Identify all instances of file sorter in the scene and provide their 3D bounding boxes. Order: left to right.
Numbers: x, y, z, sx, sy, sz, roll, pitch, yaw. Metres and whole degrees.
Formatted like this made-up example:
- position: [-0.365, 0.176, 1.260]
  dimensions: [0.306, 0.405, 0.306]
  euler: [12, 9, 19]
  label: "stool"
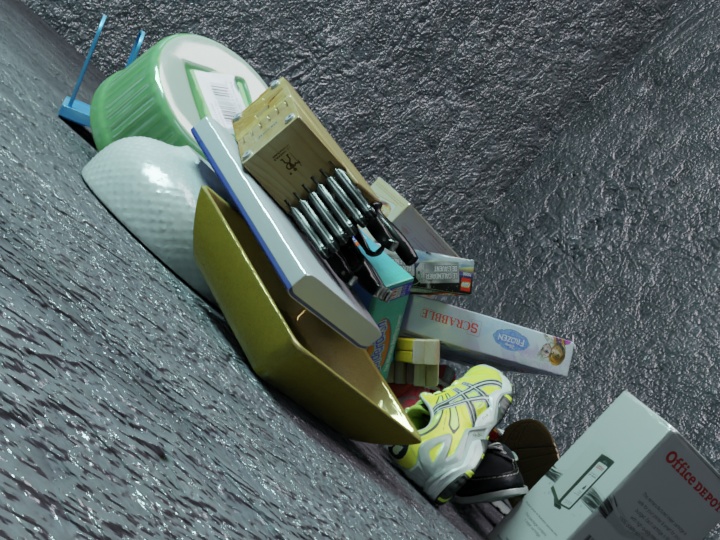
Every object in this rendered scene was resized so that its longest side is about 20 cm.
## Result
- position: [-0.232, -0.203, 1.449]
  dimensions: [0.200, 0.123, 0.139]
  euler: [21, 6, -15]
  label: "file sorter"

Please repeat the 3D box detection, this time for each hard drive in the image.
- position: [-0.064, -0.032, 1.055]
  dimensions: [0.200, 0.025, 0.132]
  euler: [56, 9, 36]
  label: "hard drive"

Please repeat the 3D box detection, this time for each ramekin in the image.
- position: [-0.169, -0.147, 1.290]
  dimensions: [0.200, 0.098, 0.200]
  euler: [31, 40, -31]
  label: "ramekin"

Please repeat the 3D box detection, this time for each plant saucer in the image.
- position: [-0.054, 0.049, 1.002]
  dimensions: [0.200, 0.048, 0.200]
  euler: [44, 9, -48]
  label: "plant saucer"

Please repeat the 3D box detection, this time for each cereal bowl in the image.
- position: [-0.149, -0.051, 1.118]
  dimensions: [0.200, 0.083, 0.200]
  euler: [43, 0, 0]
  label: "cereal bowl"

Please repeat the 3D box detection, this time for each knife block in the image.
- position: [-0.028, -0.066, 1.086]
  dimensions: [0.176, 0.064, 0.200]
  euler: [48, 7, -24]
  label: "knife block"

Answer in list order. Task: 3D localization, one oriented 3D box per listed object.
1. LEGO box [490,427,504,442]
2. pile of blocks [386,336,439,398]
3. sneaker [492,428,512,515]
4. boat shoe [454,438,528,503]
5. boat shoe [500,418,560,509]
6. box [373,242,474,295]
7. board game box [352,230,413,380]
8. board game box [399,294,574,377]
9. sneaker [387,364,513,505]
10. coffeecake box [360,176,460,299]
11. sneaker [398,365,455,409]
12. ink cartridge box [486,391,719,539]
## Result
- position: [0.084, 0.166, 1.501]
  dimensions: [0.149, 0.077, 0.200]
  euler: [42, 1, -45]
  label: "LEGO box"
- position: [0.011, 0.097, 1.264]
  dimensions: [0.082, 0.062, 0.200]
  euler: [2, -1, -29]
  label: "pile of blocks"
- position: [0.183, 0.258, 1.613]
  dimensions: [0.200, 0.081, 0.076]
  euler: [45, -2, -40]
  label: "sneaker"
- position: [0.127, 0.204, 1.290]
  dimensions: [0.200, 0.076, 0.060]
  euler: [132, -49, -82]
  label: "boat shoe"
- position: [0.200, 0.261, 1.393]
  dimensions: [0.066, 0.072, 0.201]
  euler: [71, 7, -47]
  label: "boat shoe"
- position: [0.000, 0.000, 1.286]
  dimensions: [0.137, 0.040, 0.200]
  euler: [8, -5, -37]
  label: "box"
- position: [-0.041, 0.014, 1.187]
  dimensions: [0.045, 0.152, 0.200]
  euler: [-17, 45, -35]
  label: "board game box"
- position: [0.097, 0.070, 1.372]
  dimensions: [0.200, 0.041, 0.199]
  euler: [17, -8, -23]
  label: "board game box"
- position: [0.087, 0.135, 1.177]
  dimensions: [0.076, 0.075, 0.200]
  euler: [39, 28, -1]
  label: "sneaker"
- position: [0.009, 0.011, 1.532]
  dimensions: [0.073, 0.200, 0.154]
  euler: [44, 0, 43]
  label: "coffeecake box"
- position: [0.066, 0.135, 1.313]
  dimensions: [0.074, 0.087, 0.200]
  euler: [42, 1, -11]
  label: "sneaker"
- position: [0.247, 0.240, 1.215]
  dimensions: [0.146, 0.200, 0.084]
  euler: [43, 1, -34]
  label: "ink cartridge box"
